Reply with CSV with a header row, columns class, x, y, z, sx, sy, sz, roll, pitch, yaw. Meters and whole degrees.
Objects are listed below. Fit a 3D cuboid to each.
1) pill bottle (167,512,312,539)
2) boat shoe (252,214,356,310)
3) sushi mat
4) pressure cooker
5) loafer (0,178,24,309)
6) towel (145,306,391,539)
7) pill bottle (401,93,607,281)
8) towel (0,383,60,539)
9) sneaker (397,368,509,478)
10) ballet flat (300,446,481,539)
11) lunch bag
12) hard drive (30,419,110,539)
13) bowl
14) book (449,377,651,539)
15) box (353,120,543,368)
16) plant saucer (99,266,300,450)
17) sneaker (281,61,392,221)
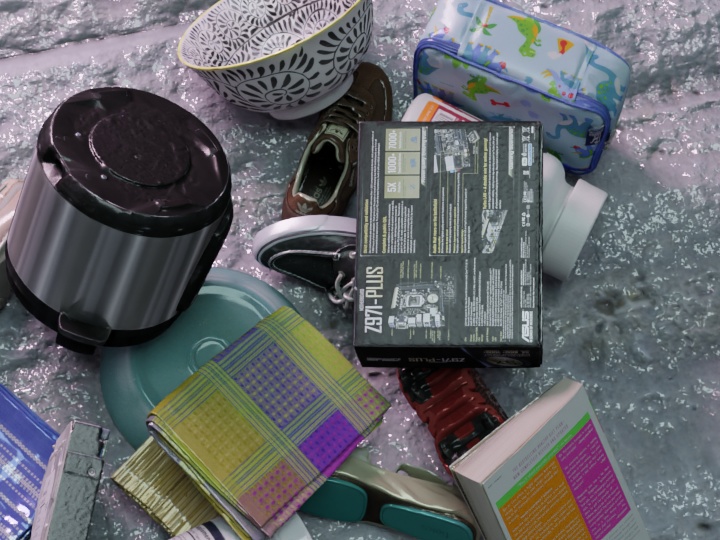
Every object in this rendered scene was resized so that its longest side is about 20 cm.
class,x,y,z,sx,sy,sz,roll,pitch,yaw
pill bottle,-0.133,0.273,1.642,0.198,0.111,0.112,-23,71,-16
boat shoe,0.000,0.002,1.795,0.197,0.074,0.069,8,55,-11
sushi mat,-0.115,0.141,1.716,0.096,0.012,0.200,44,74,1
pressure cooker,-0.215,-0.035,1.703,0.175,0.201,0.179,-20,58,-43
loafer,-0.343,-0.003,1.765,0.062,0.072,0.201,23,58,24
towel,-0.078,0.126,1.671,0.144,0.023,0.200,45,49,4
pill bottle,0.120,-0.074,1.823,0.199,0.110,0.110,27,66,5
towel,-0.348,0.193,1.697,0.145,0.024,0.200,40,68,11
sneaker,0.091,0.128,1.755,0.070,0.098,0.201,-32,48,6
ballet flat,0.014,0.191,1.727,0.198,0.070,0.070,19,66,-2
lunch bag,0.148,-0.170,1.842,0.198,0.161,0.083,23,71,5
hard drive,-0.250,0.232,1.615,0.037,0.140,0.202,15,74,-12
bowl,-0.063,-0.204,1.846,0.200,0.200,0.095,-37,119,-19
book,0.172,0.210,1.678,0.133,0.048,0.201,-37,119,-21
box,0.078,-0.021,1.708,0.162,0.086,0.202,0,76,5
plant saucer,-0.134,0.083,1.765,0.198,0.036,0.202,3,67,-6
sneaker,-0.015,-0.119,1.844,0.070,0.076,0.202,20,66,2
